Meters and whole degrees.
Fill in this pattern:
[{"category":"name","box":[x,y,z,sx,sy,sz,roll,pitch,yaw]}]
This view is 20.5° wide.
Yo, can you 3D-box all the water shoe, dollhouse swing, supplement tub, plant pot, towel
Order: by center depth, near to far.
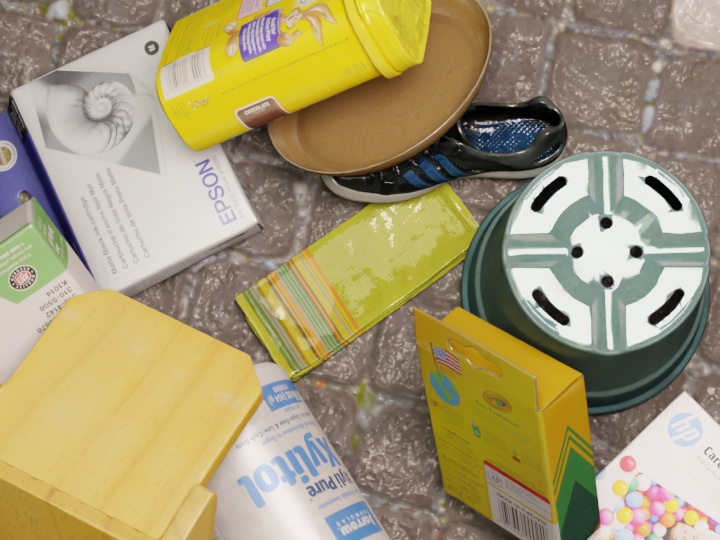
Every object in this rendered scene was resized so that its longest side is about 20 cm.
[{"category":"dollhouse swing","box":[-0.186,0.150,1.491,0.200,0.182,0.176,24,44,15]},{"category":"plant pot","box":[0.177,0.002,1.499,0.200,0.196,0.200,0,81,2]},{"category":"supplement tub","box":[-0.068,0.185,1.541,0.132,0.132,0.200,-34,79,1]},{"category":"water shoe","box":[0.065,-0.107,1.591,0.200,0.079,0.072,-9,68,0]},{"category":"plant pot","box":[0.019,-0.149,1.592,0.200,0.027,0.200,-18,46,20]},{"category":"towel","box":[0.000,0.000,1.620,0.200,0.018,0.086,-36,79,0]}]

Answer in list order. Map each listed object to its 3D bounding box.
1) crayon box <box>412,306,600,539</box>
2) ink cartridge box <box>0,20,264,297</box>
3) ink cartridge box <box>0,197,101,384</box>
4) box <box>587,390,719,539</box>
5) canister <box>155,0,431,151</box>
[{"category":"crayon box","box":[0.110,0.112,1.481,0.051,0.200,0.127,-38,48,-27]},{"category":"ink cartridge box","box":[-0.210,-0.079,1.646,0.200,0.041,0.200,-27,79,2]},{"category":"ink cartridge box","box":[-0.258,0.069,1.561,0.146,0.084,0.200,-34,110,1]},{"category":"box","box":[0.235,0.219,1.544,0.200,0.041,0.156,-43,79,-2]},{"category":"canister","box":[-0.054,-0.183,1.574,0.200,0.149,0.087,-21,120,20]}]
